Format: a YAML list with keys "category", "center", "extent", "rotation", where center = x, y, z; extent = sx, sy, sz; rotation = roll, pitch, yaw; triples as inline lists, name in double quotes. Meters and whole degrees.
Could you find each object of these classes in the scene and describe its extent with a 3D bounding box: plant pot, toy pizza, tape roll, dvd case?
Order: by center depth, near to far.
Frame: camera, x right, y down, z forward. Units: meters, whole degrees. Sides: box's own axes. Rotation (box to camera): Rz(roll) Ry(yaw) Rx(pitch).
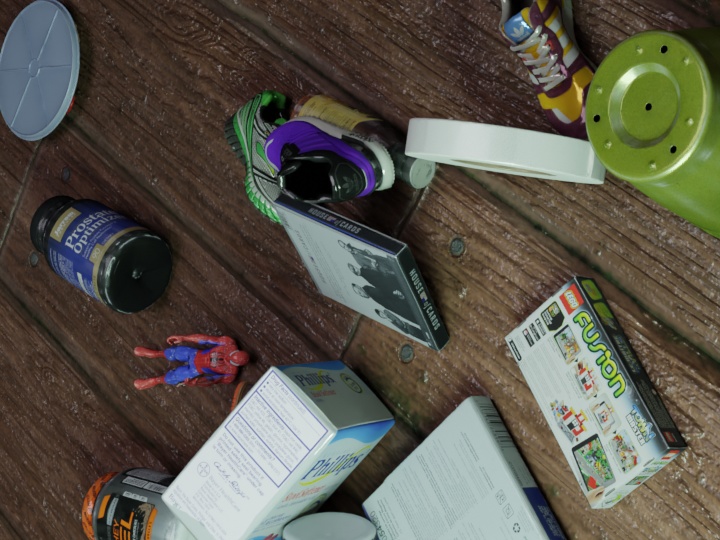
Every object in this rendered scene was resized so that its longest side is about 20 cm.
- category: "plant pot"
  center: [0.304, -0.132, 1.419]
  extent: [0.199, 0.192, 0.203]
  rotation: [-5, 82, 42]
- category: "tape roll"
  center: [0.143, -0.117, 1.567]
  extent: [0.201, 0.201, 0.038]
  rotation: [10, 92, 44]
- category: "dvd case"
  center: [0.000, 0.000, 1.743]
  extent: [0.025, 0.151, 0.199]
  rotation: [-45, 44, -20]
- category: "toy pizza"
  center: [-0.451, -0.284, 2.270]
  extent: [0.199, 0.031, 0.203]
  rotation: [-6, 81, 44]

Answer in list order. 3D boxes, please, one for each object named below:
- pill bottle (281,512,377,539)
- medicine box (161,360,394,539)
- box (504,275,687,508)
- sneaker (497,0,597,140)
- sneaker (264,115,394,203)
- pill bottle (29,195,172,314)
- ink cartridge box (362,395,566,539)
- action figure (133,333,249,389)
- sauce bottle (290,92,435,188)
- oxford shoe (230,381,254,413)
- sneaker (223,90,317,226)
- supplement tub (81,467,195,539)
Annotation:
- category: "pill bottle"
  center: [-0.031, 0.374, 1.736]
  extent: [0.106, 0.106, 0.203]
  rotation: [12, 109, 43]
- category: "medicine box"
  center: [-0.086, 0.202, 1.729]
  extent: [0.103, 0.182, 0.200]
  rotation: [46, 105, 16]
- category: "box"
  center: [0.228, 0.119, 1.575]
  extent: [0.110, 0.034, 0.201]
  rotation: [-43, 58, 32]
- category: "sneaker"
  center: [0.183, -0.220, 1.614]
  extent: [0.075, 0.090, 0.202]
  rotation: [-35, 63, 36]
- category: "sneaker"
  center: [-0.061, -0.116, 1.753]
  extent: [0.199, 0.099, 0.070]
  rotation: [15, 125, 49]
- category: "pill bottle"
  center: [-0.343, -0.027, 2.085]
  extent: [0.199, 0.111, 0.113]
  rotation: [26, 104, 41]
- category: "ink cartridge box"
  center: [0.108, 0.269, 1.671]
  extent: [0.200, 0.043, 0.198]
  rotation: [-49, 55, 33]
- category: "action figure"
  center: [-0.225, 0.114, 1.971]
  extent: [0.198, 0.098, 0.066]
  rotation: [-8, 81, 40]
- category: "sauce bottle"
  center: [0.004, -0.143, 1.798]
  extent: [0.199, 0.066, 0.067]
  rotation: [30, 106, 39]
- category: "oxford shoe"
  center: [-0.105, 0.226, 1.873]
  extent: [0.072, 0.071, 0.203]
  rotation: [-13, 80, 22]
- category: "sneaker"
  center: [-0.096, -0.130, 1.882]
  extent: [0.085, 0.078, 0.201]
  rotation: [-45, 57, 30]
- category: "supplement tub"
  center: [-0.242, 0.309, 1.947]
  extent: [0.199, 0.122, 0.124]
  rotation: [6, 90, 44]
